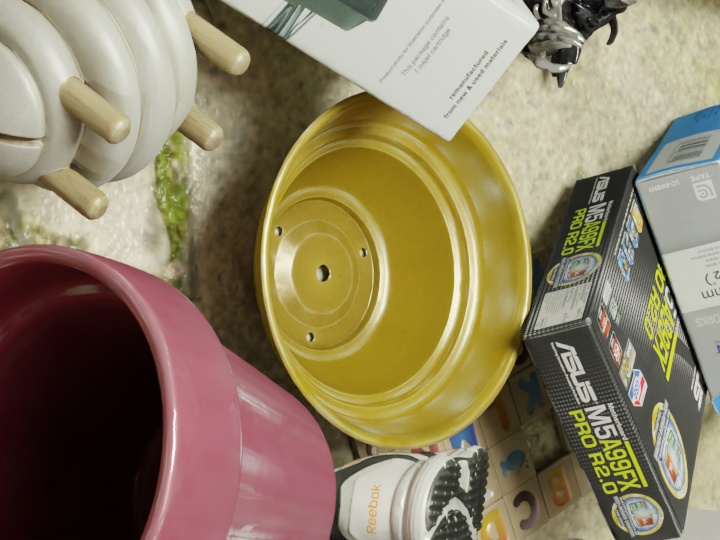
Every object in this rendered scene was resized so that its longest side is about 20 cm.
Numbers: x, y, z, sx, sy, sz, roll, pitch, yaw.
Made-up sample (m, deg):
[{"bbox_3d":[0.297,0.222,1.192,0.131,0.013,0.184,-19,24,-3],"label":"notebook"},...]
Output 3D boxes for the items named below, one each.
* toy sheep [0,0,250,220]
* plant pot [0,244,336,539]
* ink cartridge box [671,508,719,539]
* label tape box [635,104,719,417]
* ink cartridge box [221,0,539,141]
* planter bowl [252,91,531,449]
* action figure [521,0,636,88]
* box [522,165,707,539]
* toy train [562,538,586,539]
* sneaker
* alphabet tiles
[{"bbox_3d":[-0.143,-0.098,0.866,0.200,0.138,0.138,-34,110,-49],"label":"toy sheep"},{"bbox_3d":[-0.112,0.101,0.856,0.179,0.199,0.201,21,74,-54],"label":"plant pot"},{"bbox_3d":[0.280,0.261,1.194,0.084,0.145,0.200,-46,116,-32],"label":"ink cartridge box"},{"bbox_3d":[0.260,-0.001,1.211,0.201,0.066,0.143,67,27,-13],"label":"label tape box"},{"bbox_3d":[-0.020,-0.174,0.940,0.200,0.147,0.083,30,110,-25],"label":"ink cartridge box"},{"bbox_3d":[0.000,0.000,1.013,0.200,0.083,0.201,2,87,-40],"label":"planter bowl"},{"bbox_3d":[0.117,-0.182,1.110,0.199,0.102,0.119,13,94,-39],"label":"action figure"},{"bbox_3d":[0.168,0.049,1.119,0.161,0.044,0.200,64,27,-22],"label":"box"},{"bbox_3d":[0.126,0.273,1.112,0.114,0.085,0.201,-14,99,-27],"label":"toy train"},{"bbox_3d":[0.025,0.130,0.999,0.200,0.080,0.074,38,56,-72],"label":"sneaker"},{"bbox_3d":[0.075,0.097,1.121,0.200,0.008,0.168,-27,105,-38],"label":"alphabet tiles"}]
